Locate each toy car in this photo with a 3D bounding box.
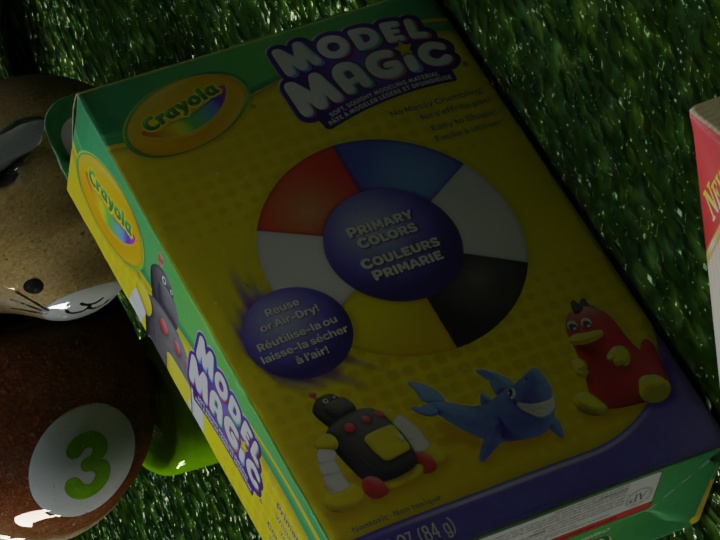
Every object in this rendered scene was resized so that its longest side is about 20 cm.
[{"bbox_3d":[-0.111,-0.004,1.064,0.158,0.164,0.200,65,146,17],"label":"toy car"}]

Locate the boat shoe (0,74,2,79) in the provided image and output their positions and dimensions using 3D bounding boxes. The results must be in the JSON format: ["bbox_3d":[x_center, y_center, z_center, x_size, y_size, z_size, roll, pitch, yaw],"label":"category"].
[{"bbox_3d":[-0.183,-0.091,1.252,0.072,0.069,0.200,-8,135,36],"label":"boat shoe"}]

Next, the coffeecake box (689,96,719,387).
[{"bbox_3d":[0.136,0.074,0.584,0.154,0.073,0.200,-131,29,-62],"label":"coffeecake box"}]

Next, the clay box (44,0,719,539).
[{"bbox_3d":[0.000,0.000,0.825,0.200,0.115,0.048,58,155,29],"label":"clay box"}]
